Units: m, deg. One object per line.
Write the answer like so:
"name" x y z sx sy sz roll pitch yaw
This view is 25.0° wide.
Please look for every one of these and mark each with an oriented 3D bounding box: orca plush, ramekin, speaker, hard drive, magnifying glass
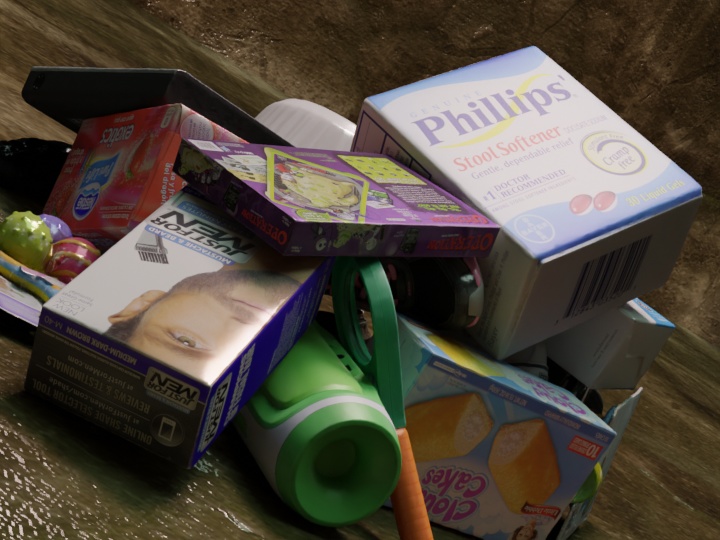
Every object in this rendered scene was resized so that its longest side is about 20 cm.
"orca plush" -0.252 -0.100 1.344 0.199 0.071 0.105 24 12 -43
"ramekin" -0.029 -0.059 1.362 0.201 0.095 0.203 33 -13 9
"speaker" -0.043 0.082 1.050 0.088 0.089 0.200 27 11 -30
"hard drive" -0.153 -0.110 1.248 0.199 0.033 0.139 9 -18 48
"magnifying glass" 0.016 0.082 1.044 0.022 0.202 0.080 -8 -11 -19

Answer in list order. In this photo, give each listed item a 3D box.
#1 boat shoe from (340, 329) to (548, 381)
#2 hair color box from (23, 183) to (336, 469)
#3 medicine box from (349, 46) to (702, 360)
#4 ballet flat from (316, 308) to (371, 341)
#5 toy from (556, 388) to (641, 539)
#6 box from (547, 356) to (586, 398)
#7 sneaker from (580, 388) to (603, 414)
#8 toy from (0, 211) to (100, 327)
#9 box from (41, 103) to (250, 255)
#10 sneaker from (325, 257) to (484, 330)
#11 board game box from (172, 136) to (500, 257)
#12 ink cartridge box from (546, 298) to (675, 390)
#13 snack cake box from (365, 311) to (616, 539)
"boat shoe" 0.046 0.061 1.253 0.198 0.066 0.072 -1 -12 17
"hair color box" -0.101 0.025 0.969 0.109 0.065 0.200 24 32 9
"medicine box" 0.117 -0.057 1.222 0.181 0.104 0.200 -21 53 -34
"ballet flat" -0.041 0.047 1.363 0.067 0.047 0.200 36 10 26
"toy" 0.180 0.151 1.324 0.047 0.116 0.200 24 8 11
"box" 0.102 0.089 1.376 0.148 0.125 0.200 35 9 14
"sneaker" 0.149 0.106 1.621 0.199 0.076 0.115 24 9 -40
"toy" -0.205 -0.005 1.076 0.115 0.047 0.200 29 10 -32
"box" -0.145 -0.051 1.176 0.102 0.095 0.199 28 -12 -27
"sneaker" 0.000 0.000 1.166 0.095 0.080 0.199 -19 30 -40
"board game box" -0.013 -0.046 1.070 0.199 0.033 0.120 1 23 -47
"ink cartridge box" 0.145 0.013 1.319 0.200 0.068 0.115 38 12 25
"snack cake box" 0.073 0.119 1.154 0.199 0.116 0.067 24 12 -38
